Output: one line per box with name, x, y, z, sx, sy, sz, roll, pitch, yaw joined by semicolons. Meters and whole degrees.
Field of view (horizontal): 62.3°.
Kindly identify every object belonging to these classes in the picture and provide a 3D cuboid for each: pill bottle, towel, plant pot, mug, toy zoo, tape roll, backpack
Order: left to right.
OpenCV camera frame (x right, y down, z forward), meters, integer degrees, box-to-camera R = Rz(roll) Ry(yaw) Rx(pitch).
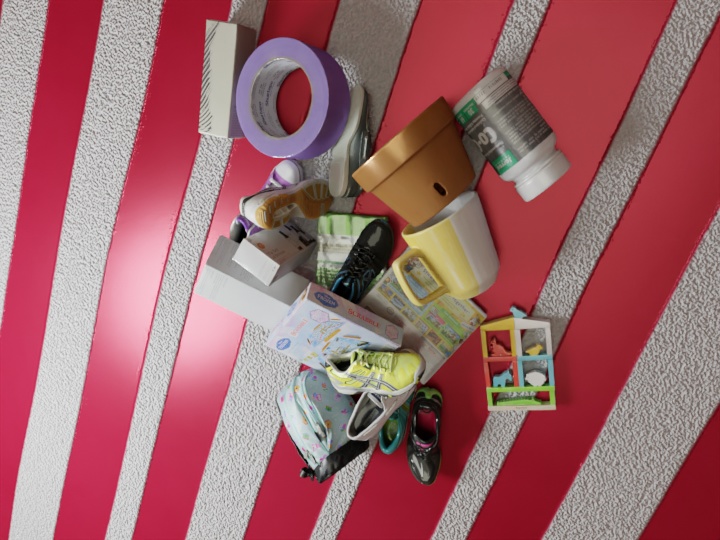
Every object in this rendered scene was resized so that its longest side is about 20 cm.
tape roll;-0.122;-0.305;1.073;0.196;0.085;0.205;5;100;27
backpack;-0.076;0.298;1.196;0.126;0.166;0.202;-40;75;25
towel;-0.017;-0.010;1.170;0.145;0.031;0.205;6;102;12
plant pot;0.103;-0.173;1.007;0.199;0.200;0.141;-39;97;20
mug;0.156;-0.028;1.057;0.184;0.150;0.155;-28;104;13
pill bottle;0.253;-0.224;0.993;0.113;0.113;0.201;-38;90;20
toy zoo;0.297;0.165;1.123;0.128;0.020;0.205;-5;101;17

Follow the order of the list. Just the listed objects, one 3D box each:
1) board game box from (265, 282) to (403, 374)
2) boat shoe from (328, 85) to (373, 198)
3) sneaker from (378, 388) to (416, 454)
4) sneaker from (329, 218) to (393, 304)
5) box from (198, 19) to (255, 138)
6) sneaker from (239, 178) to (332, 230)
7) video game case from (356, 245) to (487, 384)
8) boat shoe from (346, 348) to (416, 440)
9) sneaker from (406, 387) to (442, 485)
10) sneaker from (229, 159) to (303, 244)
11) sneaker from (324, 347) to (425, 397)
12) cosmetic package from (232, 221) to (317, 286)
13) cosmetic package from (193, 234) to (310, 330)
board game box;-0.052;0.126;1.117;0.197;0.042;0.200;28;138;-16
boat shoe;-0.010;-0.235;1.103;0.072;0.061;0.205;20;102;54
sneaker;0.069;0.263;1.176;0.076;0.080;0.205;4;95;13
sneaker;0.000;0.000;1.109;0.072;0.082;0.203;29;106;6
box;-0.251;-0.356;1.121;0.067;0.082;0.205;12;105;13
sneaker;-0.135;-0.133;1.094;0.086;0.198;0.077;19;115;35
video game case;0.110;0.084;1.136;0.200;0.023;0.183;43;100;0
boat shoe;0.043;0.237;1.111;0.073;0.065;0.203;33;99;25
sneaker;0.123;0.335;1.179;0.075;0.084;0.205;2;104;15
sneaker;-0.183;-0.120;1.141;0.072;0.114;0.202;35;108;6
sneaker;0.022;0.178;1.066;0.196;0.077;0.077;-13;135;26
cosmetic package;-0.152;-0.039;1.105;0.082;0.200;0.051;34;110;4
cosmetic package;-0.210;0.031;1.154;0.197;0.082;0.113;27;140;-14
